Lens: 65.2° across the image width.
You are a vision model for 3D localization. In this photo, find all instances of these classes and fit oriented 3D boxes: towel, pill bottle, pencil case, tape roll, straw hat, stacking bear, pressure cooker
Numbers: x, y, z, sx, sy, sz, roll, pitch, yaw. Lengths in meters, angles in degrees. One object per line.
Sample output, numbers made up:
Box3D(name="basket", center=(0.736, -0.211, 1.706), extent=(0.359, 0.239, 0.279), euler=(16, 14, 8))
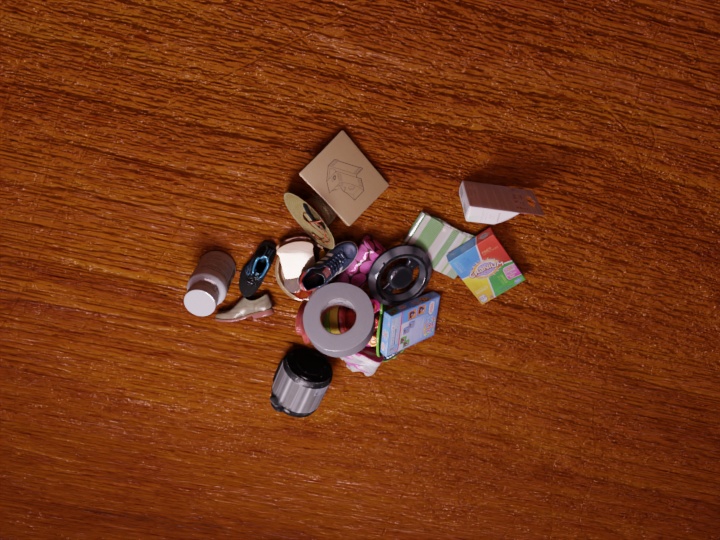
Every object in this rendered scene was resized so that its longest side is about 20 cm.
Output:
Box3D(name="towel", center=(0.229, -0.074, 1.640), extent=(0.199, 0.023, 0.153), euler=(24, 120, -13))
Box3D(name="pill bottle", center=(-0.437, 0.039, 1.632), extent=(0.113, 0.200, 0.115), euler=(1, 121, 2))
Box3D(name="pencil case", center=(0.000, 0.000, 1.656), extent=(0.093, 0.091, 0.200), euler=(30, 116, -9))
Box3D(name="tape roll", center=(-0.058, 0.137, 1.572), extent=(0.199, 0.202, 0.066), euler=(-2, 156, 4))
Box3D(name="straw hat", center=(-0.114, -0.162, 1.561), extent=(0.085, 0.201, 0.201), euler=(-44, 115, -17))
Box3D(name="stacking bear", center=(-0.076, 0.146, 1.660), extent=(0.198, 0.114, 0.122), euler=(-2, 153, 13))
Box3D(name="pressure cooker", center=(-0.199, 0.378, 1.835), extent=(0.175, 0.179, 0.201), euler=(18, 119, -11))

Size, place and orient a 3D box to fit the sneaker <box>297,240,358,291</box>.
Box3D(name="sneaker", center=(-0.087, -0.006, 1.571), extent=(0.200, 0.085, 0.075), euler=(-39, 102, 2))

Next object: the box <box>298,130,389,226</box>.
Box3D(name="box", center=(-0.042, -0.244, 1.511), extent=(0.164, 0.021, 0.200), euler=(-46, 112, -5))

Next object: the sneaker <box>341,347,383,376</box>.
Box3D(name="sneaker", center=(-0.028, 0.273, 1.785), extent=(0.199, 0.081, 0.089), euler=(27, 117, 23))

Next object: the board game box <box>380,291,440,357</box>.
Box3D(name="board game box", center=(0.151, 0.162, 1.706), extent=(0.199, 0.037, 0.152), euler=(-18, 127, -33))

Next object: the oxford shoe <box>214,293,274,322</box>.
Box3D(name="oxford shoe", center=(-0.367, 0.117, 1.766), extent=(0.199, 0.070, 0.075), euler=(-11, 93, 10))

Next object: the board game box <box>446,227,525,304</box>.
Box3D(name="board game box", center=(0.366, -0.009, 1.644), extent=(0.153, 0.040, 0.200), euler=(-33, 121, 18))

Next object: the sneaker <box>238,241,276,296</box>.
Box3D(name="sneaker", center=(-0.316, 0.006, 1.676), extent=(0.073, 0.082, 0.201), euler=(25, 119, -11))

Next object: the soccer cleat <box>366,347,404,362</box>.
Box3D(name="soccer cleat", center=(0.059, 0.258, 1.820), extent=(0.199, 0.068, 0.081), euler=(-27, 108, 19))

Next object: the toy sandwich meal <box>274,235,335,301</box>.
Box3D(name="toy sandwich meal", center=(-0.165, -0.002, 1.646), extent=(0.204, 0.070, 0.207), euler=(1, 102, 5))

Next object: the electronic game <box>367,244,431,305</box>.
Box3D(name="electronic game", center=(0.115, 0.015, 1.640), extent=(0.199, 0.042, 0.201), euler=(-9, 122, -15))

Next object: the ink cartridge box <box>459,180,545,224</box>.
Box3D(name="ink cartridge box", center=(0.369, -0.175, 1.491), extent=(0.198, 0.161, 0.050), euler=(9, 123, -3))

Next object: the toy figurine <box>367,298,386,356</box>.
Box3D(name="toy figurine", center=(-0.018, 0.156, 1.738), extent=(0.183, 0.150, 0.202), euler=(6, 100, 10))
